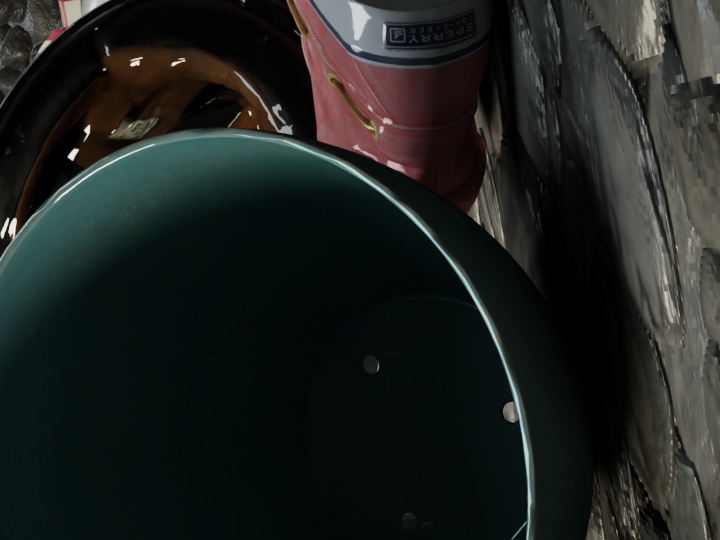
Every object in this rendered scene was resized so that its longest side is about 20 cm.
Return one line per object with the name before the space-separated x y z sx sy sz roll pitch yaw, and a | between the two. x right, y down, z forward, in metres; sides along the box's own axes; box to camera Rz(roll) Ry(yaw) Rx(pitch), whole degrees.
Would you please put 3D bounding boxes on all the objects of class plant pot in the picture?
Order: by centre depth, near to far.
plant pot | -0.008 0.057 0.694 0.135 0.200 0.201 -4 -97 -61

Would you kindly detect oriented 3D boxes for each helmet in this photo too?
helmet | -0.060 -0.016 0.934 0.191 0.200 0.200 59 -162 -72

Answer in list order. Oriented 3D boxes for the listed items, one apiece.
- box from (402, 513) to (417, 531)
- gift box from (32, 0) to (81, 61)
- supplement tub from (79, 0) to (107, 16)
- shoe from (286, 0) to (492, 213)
box | 0.051 0.219 1.019 0.160 0.043 0.200 -109 10 -62
gift box | -0.124 -0.108 1.524 0.187 0.200 0.185 -147 42 -82
supplement tub | -0.091 -0.154 1.303 0.200 0.145 0.145 -118 19 -74
shoe | -0.002 -0.096 0.799 0.200 0.071 0.091 -114 20 -54
